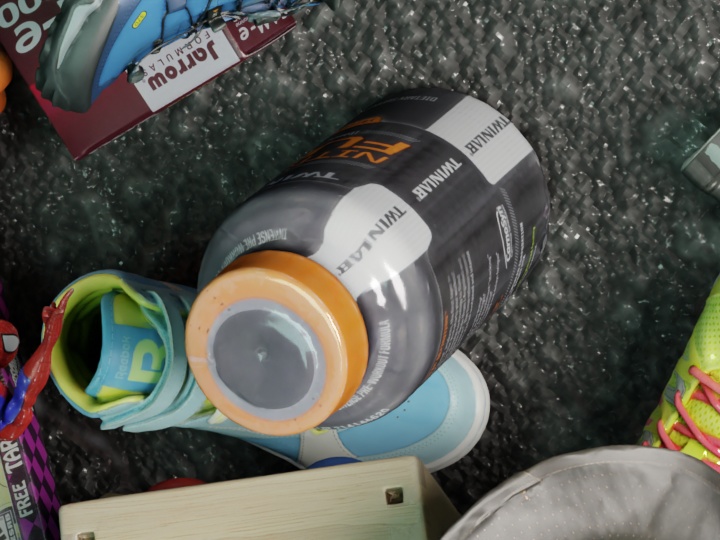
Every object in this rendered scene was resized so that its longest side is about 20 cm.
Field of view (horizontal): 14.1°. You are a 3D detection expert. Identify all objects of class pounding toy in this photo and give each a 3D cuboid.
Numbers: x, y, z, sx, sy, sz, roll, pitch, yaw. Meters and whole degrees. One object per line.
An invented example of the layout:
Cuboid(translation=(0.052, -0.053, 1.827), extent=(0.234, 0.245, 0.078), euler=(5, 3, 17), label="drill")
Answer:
Cuboid(translation=(-0.047, 0.142, 1.303), extent=(0.184, 0.200, 0.142), euler=(-9, 75, 7), label="pounding toy")

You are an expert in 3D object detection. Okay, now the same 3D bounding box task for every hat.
Cuboid(translation=(0.086, 0.161, 1.172), extent=(0.200, 0.081, 0.201), euler=(-3, 99, -21), label="hat")

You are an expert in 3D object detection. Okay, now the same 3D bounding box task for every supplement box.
Cuboid(translation=(-0.129, -0.163, 1.289), extent=(0.109, 0.061, 0.200), euler=(-29, 97, 30), label="supplement box")

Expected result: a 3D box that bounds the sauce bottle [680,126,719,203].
Cuboid(translation=(0.218, 0.012, 1.198), extent=(0.200, 0.065, 0.065), euler=(45, 121, 2), label="sauce bottle")

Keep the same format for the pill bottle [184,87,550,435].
Cuboid(translation=(0.000, 0.000, 1.212), extent=(0.106, 0.200, 0.106), euler=(8, 113, 21), label="pill bottle")

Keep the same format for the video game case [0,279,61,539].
Cuboid(translation=(-0.237, 0.084, 1.353), extent=(0.181, 0.036, 0.200), euler=(-26, 58, 12), label="video game case")

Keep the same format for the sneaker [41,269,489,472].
Cuboid(translation=(-0.051, 0.049, 1.288), extent=(0.200, 0.131, 0.080), euler=(8, 89, 21), label="sneaker")

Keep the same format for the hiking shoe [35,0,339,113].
Cuboid(translation=(-0.049, -0.131, 1.206), extent=(0.087, 0.074, 0.200), euler=(43, 81, 1), label="hiking shoe")

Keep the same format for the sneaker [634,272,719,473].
Cuboid(translation=(0.149, 0.078, 1.206), extent=(0.078, 0.090, 0.200), euler=(35, 141, 26), label="sneaker")

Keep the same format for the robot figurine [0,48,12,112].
Cuboid(translation=(-0.248, -0.040, 1.318), extent=(0.144, 0.200, 0.117), euler=(18, 147, 50), label="robot figurine")

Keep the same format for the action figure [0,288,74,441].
Cuboid(translation=(-0.180, 0.070, 1.231), extent=(0.065, 0.200, 0.099), euler=(20, 128, 2), label="action figure")
